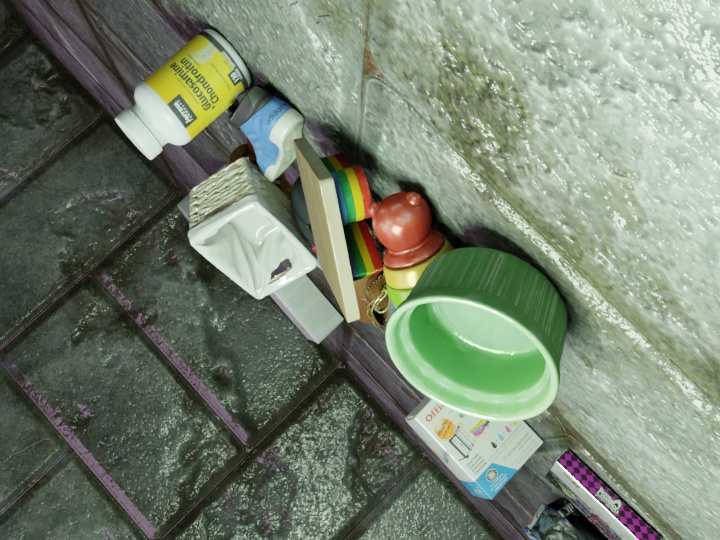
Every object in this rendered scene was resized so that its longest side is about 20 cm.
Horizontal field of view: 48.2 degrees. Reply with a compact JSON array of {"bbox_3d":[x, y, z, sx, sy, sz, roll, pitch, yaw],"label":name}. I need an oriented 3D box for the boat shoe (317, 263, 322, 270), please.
[{"bbox_3d":[-0.109,-0.073,1.639,0.065,0.072,0.200,30,169,42],"label":"boat shoe"}]

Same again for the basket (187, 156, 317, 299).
[{"bbox_3d":[-0.180,-0.070,1.333,0.200,0.135,0.124,47,-160,-47],"label":"basket"}]

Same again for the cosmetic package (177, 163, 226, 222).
[{"bbox_3d":[-0.305,-0.121,1.952,0.200,0.165,0.165,36,163,46],"label":"cosmetic package"}]

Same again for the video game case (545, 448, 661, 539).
[{"bbox_3d":[0.408,0.402,1.376,0.200,0.036,0.182,44,168,21],"label":"video game case"}]

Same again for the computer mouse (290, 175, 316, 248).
[{"bbox_3d":[-0.075,-0.090,1.298,0.201,0.052,0.140,-117,26,-44],"label":"computer mouse"}]

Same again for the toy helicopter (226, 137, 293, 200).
[{"bbox_3d":[-0.150,-0.144,1.429,0.199,0.133,0.079,33,141,-21],"label":"toy helicopter"}]

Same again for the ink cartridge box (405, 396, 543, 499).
[{"bbox_3d":[0.205,0.297,1.499,0.200,0.147,0.145,46,169,6],"label":"ink cartridge box"}]

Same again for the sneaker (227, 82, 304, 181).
[{"bbox_3d":[-0.151,-0.218,1.243,0.111,0.077,0.200,41,165,3],"label":"sneaker"}]

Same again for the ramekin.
[{"bbox_3d":[0.137,0.069,0.908,0.198,0.098,0.201,18,140,16],"label":"ramekin"}]

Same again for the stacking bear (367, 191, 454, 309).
[{"bbox_3d":[0.078,-0.008,1.029,0.120,0.114,0.201,-10,117,33],"label":"stacking bear"}]

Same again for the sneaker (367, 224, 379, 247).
[{"bbox_3d":[0.000,0.000,1.373,0.078,0.099,0.200,40,167,31],"label":"sneaker"}]

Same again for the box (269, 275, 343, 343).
[{"bbox_3d":[-0.163,0.099,2.335,0.200,0.106,0.152,50,169,-11],"label":"box"}]

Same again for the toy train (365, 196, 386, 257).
[{"bbox_3d":[0.037,-0.050,1.232,0.046,0.034,0.201,41,167,40],"label":"toy train"}]

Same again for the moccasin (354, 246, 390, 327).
[{"bbox_3d":[0.022,0.031,1.269,0.077,0.074,0.202,27,147,15],"label":"moccasin"}]

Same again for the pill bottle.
[{"bbox_3d":[-0.271,-0.265,1.227,0.112,0.200,0.112,44,169,11],"label":"pill bottle"}]

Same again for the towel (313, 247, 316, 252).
[{"bbox_3d":[-0.070,-0.049,1.489,0.199,0.023,0.144,20,167,39],"label":"towel"}]

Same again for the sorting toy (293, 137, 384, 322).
[{"bbox_3d":[-0.024,-0.067,1.100,0.199,0.069,0.202,-121,18,-62],"label":"sorting toy"}]

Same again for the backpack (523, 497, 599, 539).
[{"bbox_3d":[0.421,0.566,1.638,0.200,0.154,0.191,44,180,-1],"label":"backpack"}]
